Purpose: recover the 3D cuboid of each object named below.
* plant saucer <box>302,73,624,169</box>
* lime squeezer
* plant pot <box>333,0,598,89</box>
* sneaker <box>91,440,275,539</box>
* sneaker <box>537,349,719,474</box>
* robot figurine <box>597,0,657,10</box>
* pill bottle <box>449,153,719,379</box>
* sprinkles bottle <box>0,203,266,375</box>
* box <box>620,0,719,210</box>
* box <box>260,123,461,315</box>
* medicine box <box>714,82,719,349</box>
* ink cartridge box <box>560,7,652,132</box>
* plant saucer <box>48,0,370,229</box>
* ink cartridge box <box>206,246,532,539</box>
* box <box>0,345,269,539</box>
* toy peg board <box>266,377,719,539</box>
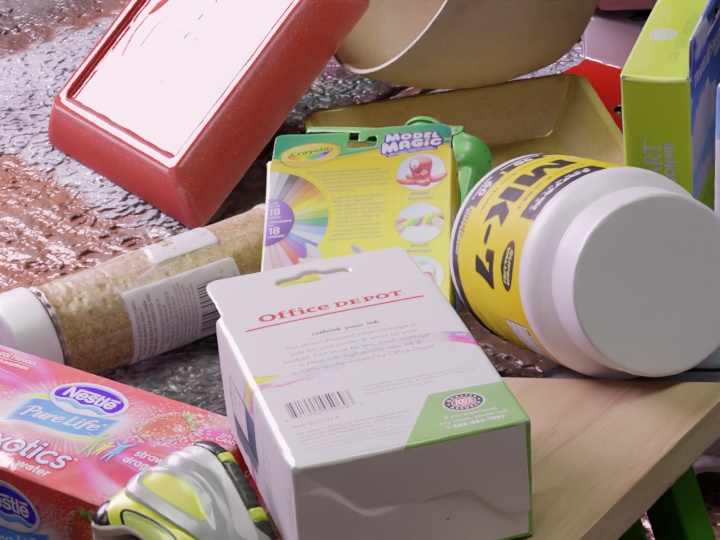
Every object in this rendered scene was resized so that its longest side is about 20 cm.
[{"bbox_3d":[0.075,-0.058,1.667,0.200,0.048,0.200,-8,29,-7],"label":"plant saucer"},{"bbox_3d":[0.041,-0.066,1.615,0.071,0.038,0.200,-45,39,-5],"label":"lime squeezer"},{"bbox_3d":[0.085,-0.206,1.729,0.134,0.200,0.200,20,17,-28],"label":"plant pot"},{"bbox_3d":[-0.058,0.179,1.189,0.076,0.075,0.200,-23,63,-17],"label":"sneaker"},{"bbox_3d":[0.165,0.084,1.383,0.073,0.071,0.200,-29,16,-28],"label":"sneaker"},{"bbox_3d":[0.205,-0.245,1.831,0.200,0.113,0.170,0,-1,9],"label":"robot figurine"},{"bbox_3d":[0.128,-0.003,1.375,0.114,0.114,0.200,-13,8,-13],"label":"pill bottle"},{"bbox_3d":[-0.130,0.020,1.540,0.200,0.068,0.068,-20,32,-26],"label":"sprinkles bottle"},{"bbox_3d":[0.190,-0.071,1.513,0.048,0.200,0.122,4,30,17],"label":"box"},{"bbox_3d":[0.000,0.000,1.495,0.117,0.048,0.200,-3,55,8],"label":"box"},{"bbox_3d":[0.290,-0.003,1.375,0.103,0.200,0.182,-22,33,-31],"label":"medicine box"},{"bbox_3d":[0.239,-0.147,1.808,0.200,0.044,0.174,20,36,37],"label":"ink cartridge box"},{"bbox_3d":[-0.117,-0.146,1.756,0.200,0.037,0.200,30,80,47],"label":"plant saucer"},{"bbox_3d":[-0.001,0.065,1.243,0.117,0.067,0.200,-11,28,-11],"label":"ink cartridge box"},{"bbox_3d":[-0.153,0.119,1.337,0.200,0.095,0.103,16,34,33],"label":"box"},{"bbox_3d":[0.070,0.144,1.285,0.199,0.098,0.200,-1,25,41],"label":"toy peg board"}]
